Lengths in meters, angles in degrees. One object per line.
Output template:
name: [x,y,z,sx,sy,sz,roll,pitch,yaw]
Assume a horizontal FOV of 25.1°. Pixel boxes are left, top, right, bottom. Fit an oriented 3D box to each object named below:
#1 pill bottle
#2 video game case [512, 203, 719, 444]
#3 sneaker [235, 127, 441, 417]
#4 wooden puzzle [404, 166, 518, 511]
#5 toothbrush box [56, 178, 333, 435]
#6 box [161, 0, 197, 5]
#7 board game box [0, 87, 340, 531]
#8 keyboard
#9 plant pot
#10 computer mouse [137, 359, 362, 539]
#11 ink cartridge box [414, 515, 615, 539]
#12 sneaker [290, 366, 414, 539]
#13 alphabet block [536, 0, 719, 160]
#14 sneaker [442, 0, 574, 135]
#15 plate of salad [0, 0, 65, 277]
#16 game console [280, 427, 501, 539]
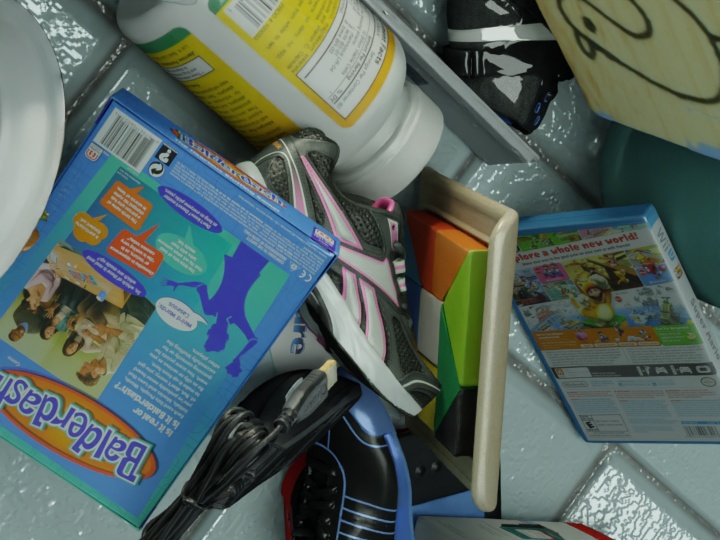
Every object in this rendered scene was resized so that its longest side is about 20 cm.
pill bottle: [-0.043,-0.131,1.003,0.200,0.113,0.113,39,83,-28]
video game case: [0.181,0.043,1.145,0.018,0.143,0.200,-50,122,-37]
sneaker: [0.000,0.000,0.976,0.086,0.080,0.200,-40,117,-8]
wooden puzzle: [0.056,0.038,1.049,0.037,0.200,0.186,0,102,-12]
toothbrush box: [-0.117,0.024,1.018,0.199,0.085,0.147,2,101,-27]
box: [-0.184,-0.260,0.866,0.199,0.171,0.200,6,99,-28]
board game box: [-0.129,0.023,0.910,0.152,0.045,0.200,35,101,-7]
keyboard: [0.040,-0.132,1.076,0.200,0.056,0.011,41,74,-28]
plant pot: [0.267,-0.065,1.137,0.200,0.161,0.201,-7,102,-36]
computer mouse: [-0.051,0.082,0.929,0.046,0.140,0.200,46,36,8]
ink cartridge box: [0.126,0.247,1.185,0.200,0.067,0.117,9,97,-34]
sneaker: [-0.012,0.166,1.080,0.078,0.070,0.201,-23,113,-29]
alphabet block: [0.227,-0.201,0.966,0.196,0.195,0.200,-49,132,-14]
sneaker: [0.146,-0.147,1.123,0.199,0.073,0.112,5,103,-19]
plate of salad: [-0.237,-0.060,0.891,0.048,0.200,0.200,26,90,-57]
game console: [0.028,0.210,1.168,0.176,0.031,0.201,-9,107,-24]
